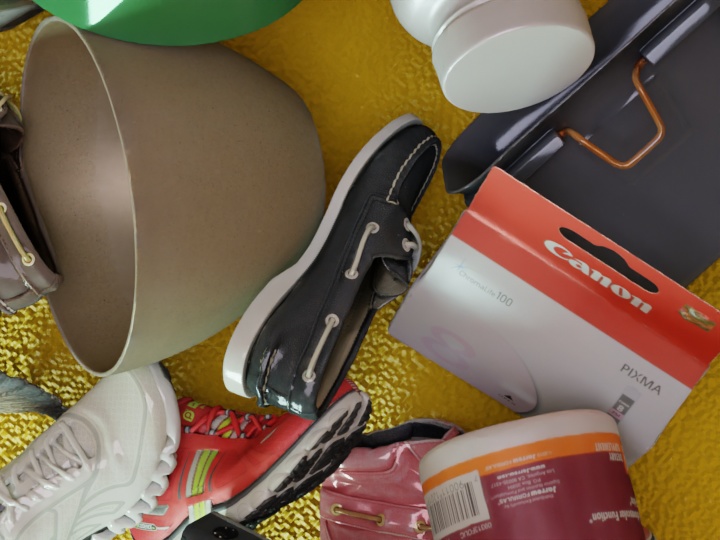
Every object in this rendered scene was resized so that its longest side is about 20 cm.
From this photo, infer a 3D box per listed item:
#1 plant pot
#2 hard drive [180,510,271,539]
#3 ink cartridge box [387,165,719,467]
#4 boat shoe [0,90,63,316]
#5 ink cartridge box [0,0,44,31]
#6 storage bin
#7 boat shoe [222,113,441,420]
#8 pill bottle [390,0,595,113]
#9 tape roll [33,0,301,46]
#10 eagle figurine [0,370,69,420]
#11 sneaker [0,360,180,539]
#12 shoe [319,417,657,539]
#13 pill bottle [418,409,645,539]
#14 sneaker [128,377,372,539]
[{"bbox_3d":[-0.097,-0.050,1.542,0.134,0.200,0.201,-9,98,-22],"label":"plant pot"},{"bbox_3d":[-0.019,0.233,1.509,0.199,0.033,0.140,24,122,34],"label":"hard drive"},{"bbox_3d":[0.107,0.033,1.514,0.162,0.200,0.057,33,75,2],"label":"ink cartridge box"},{"bbox_3d":[-0.218,-0.068,1.574,0.059,0.072,0.201,-21,66,12],"label":"boat shoe"},{"bbox_3d":[-0.244,-0.212,1.514,0.045,0.200,0.177,-28,94,9],"label":"ink cartridge box"},{"bbox_3d":[0.164,-0.070,1.527,0.200,0.146,0.134,-43,102,10],"label":"storage bin"},{"bbox_3d":[0.000,0.000,1.529,0.060,0.076,0.200,24,66,21],"label":"boat shoe"},{"bbox_3d":[0.060,-0.192,1.487,0.112,0.112,0.201,-20,64,9],"label":"pill bottle"},{"bbox_3d":[-0.109,-0.211,1.510,0.200,0.201,0.048,19,141,4],"label":"tape roll"},{"bbox_3d":[-0.277,0.051,1.589,0.151,0.152,0.201,-36,102,-30],"label":"eagle figurine"},{"bbox_3d":[-0.174,0.127,1.586,0.200,0.081,0.075,-52,51,26],"label":"sneaker"},{"bbox_3d":[0.071,0.135,1.592,0.199,0.071,0.091,-2,101,10],"label":"shoe"},{"bbox_3d":[0.106,0.186,1.492,0.114,0.114,0.201,-15,76,8],"label":"pill bottle"},{"bbox_3d":[-0.077,0.106,1.577,0.200,0.077,0.085,-36,81,37],"label":"sneaker"}]
